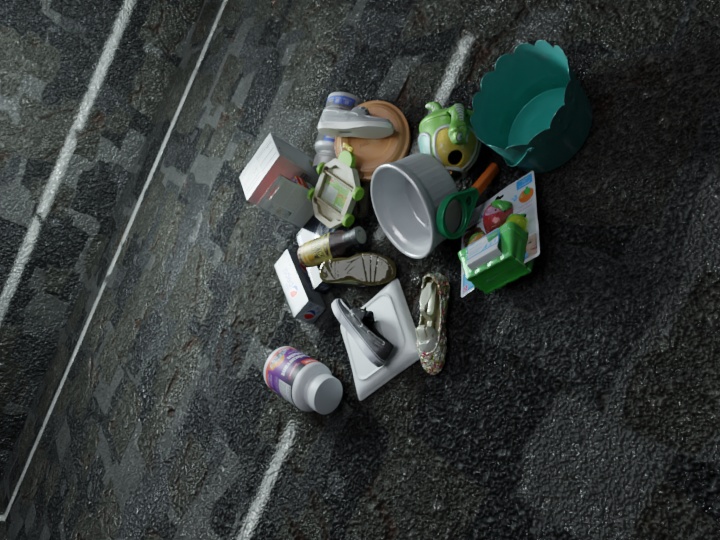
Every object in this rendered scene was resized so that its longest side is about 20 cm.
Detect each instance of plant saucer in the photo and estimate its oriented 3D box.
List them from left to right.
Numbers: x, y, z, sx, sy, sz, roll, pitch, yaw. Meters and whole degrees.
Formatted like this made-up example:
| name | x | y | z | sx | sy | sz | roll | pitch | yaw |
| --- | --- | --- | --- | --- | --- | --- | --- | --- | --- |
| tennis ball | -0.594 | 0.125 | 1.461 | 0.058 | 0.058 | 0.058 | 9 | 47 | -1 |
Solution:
| name | x | y | z | sx | sy | sz | roll | pitch | yaw |
| --- | --- | --- | --- | --- | --- | --- | --- | --- | --- |
| plant saucer | 0.027 | -0.322 | 1.310 | 0.194 | 0.032 | 0.207 | -4 | 79 | 19 |

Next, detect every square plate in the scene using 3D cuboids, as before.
| name | x | y | z | sx | sy | sz | roll | pitch | yaw |
| --- | --- | --- | --- | --- | --- | --- | --- | --- | --- |
| square plate | 0.034 | 0.148 | 1.169 | 0.199 | 0.028 | 0.202 | -40 | 49 | 27 |

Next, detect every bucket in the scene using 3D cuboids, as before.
| name | x | y | z | sx | sy | sz | roll | pitch | yaw |
| --- | --- | --- | --- | --- | --- | --- | --- | --- | --- |
| bucket | 0.316 | -0.290 | 0.978 | 0.204 | 0.133 | 0.213 | -21 | 58 | 38 |

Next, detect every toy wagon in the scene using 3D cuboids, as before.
| name | x | y | z | sx | sy | sz | roll | pitch | yaw |
| --- | --- | --- | --- | --- | --- | --- | --- | --- | --- |
| toy wagon | -0.052 | -0.208 | 1.299 | 0.154 | 0.039 | 0.204 | 37 | 114 | 34 |

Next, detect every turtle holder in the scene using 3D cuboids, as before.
| name | x | y | z | sx | sy | sz | roll | pitch | yaw |
| --- | --- | --- | --- | --- | --- | --- | --- | --- | --- |
| turtle holder | 0.194 | -0.262 | 1.082 | 0.184 | 0.137 | 0.136 | -9 | 74 | 61 |

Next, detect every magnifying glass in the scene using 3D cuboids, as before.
| name | x | y | z | sx | sy | sz | roll | pitch | yaw |
| --- | --- | --- | --- | --- | --- | --- | --- | --- | --- |
| magnifying glass | 0.211 | -0.140 | 1.032 | 0.022 | 0.081 | 0.200 | 12 | 51 | 50 |

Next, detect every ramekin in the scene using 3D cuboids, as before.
| name | x | y | z | sx | sy | sz | roll | pitch | yaw |
| --- | --- | --- | --- | --- | --- | --- | --- | --- | --- |
| ramekin | 0.116 | -0.137 | 1.085 | 0.096 | 0.205 | 0.199 | -28 | 36 | -23 |

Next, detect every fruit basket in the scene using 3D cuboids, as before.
| name | x | y | z | sx | sy | sz | roll | pitch | yaw |
| --- | --- | --- | --- | --- | --- | --- | --- | --- | --- |
| fruit basket | 0.249 | -0.071 | 0.987 | 0.184 | 0.092 | 0.205 | -33 | 42 | 44 |

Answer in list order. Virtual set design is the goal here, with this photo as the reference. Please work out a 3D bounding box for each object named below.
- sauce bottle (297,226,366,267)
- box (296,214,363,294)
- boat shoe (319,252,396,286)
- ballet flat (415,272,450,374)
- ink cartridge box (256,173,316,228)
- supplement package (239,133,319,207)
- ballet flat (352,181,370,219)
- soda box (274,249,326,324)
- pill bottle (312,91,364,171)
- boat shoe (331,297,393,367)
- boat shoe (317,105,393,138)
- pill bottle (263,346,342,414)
| name | x | y | z | sx | sy | sz | roll | pitch | yaw |
| --- | --- | --- | --- | --- | --- | --- | --- | --- | --- |
| sauce bottle | -0.069 | -0.060 | 1.274 | 0.197 | 0.065 | 0.068 | -21 | 59 | 40 |
| box | -0.083 | -0.067 | 1.372 | 0.160 | 0.043 | 0.203 | -44 | 47 | 25 |
| boat shoe | -0.001 | 0.001 | 1.240 | 0.195 | 0.066 | 0.074 | -3 | 82 | 26 |
| ballet flat | 0.136 | 0.100 | 1.055 | 0.074 | 0.063 | 0.206 | -10 | 67 | 39 |
| ink cartridge box | -0.172 | -0.186 | 1.400 | 0.109 | 0.198 | 0.051 | -47 | 46 | 19 |
| supplement package | -0.201 | -0.243 | 1.454 | 0.156 | 0.197 | 0.112 | -47 | 46 | 20 |
| ballet flat | 0.000 | -0.229 | 1.352 | 0.066 | 0.046 | 0.206 | -7 | 69 | 43 |
| soda box | -0.159 | 0.040 | 1.388 | 0.064 | 0.067 | 0.202 | -46 | 46 | 19 |
| pill bottle | -0.058 | -0.356 | 1.417 | 0.112 | 0.112 | 0.206 | 5 | 77 | 46 |
| boat shoe | 0.006 | 0.116 | 1.143 | 0.067 | 0.069 | 0.201 | -48 | 45 | 9 |
| boat shoe | -0.009 | -0.362 | 1.282 | 0.195 | 0.072 | 0.071 | 6 | 82 | 29 |
| pill bottle | -0.132 | 0.257 | 1.235 | 0.197 | 0.110 | 0.114 | 15 | 84 | 48 |
